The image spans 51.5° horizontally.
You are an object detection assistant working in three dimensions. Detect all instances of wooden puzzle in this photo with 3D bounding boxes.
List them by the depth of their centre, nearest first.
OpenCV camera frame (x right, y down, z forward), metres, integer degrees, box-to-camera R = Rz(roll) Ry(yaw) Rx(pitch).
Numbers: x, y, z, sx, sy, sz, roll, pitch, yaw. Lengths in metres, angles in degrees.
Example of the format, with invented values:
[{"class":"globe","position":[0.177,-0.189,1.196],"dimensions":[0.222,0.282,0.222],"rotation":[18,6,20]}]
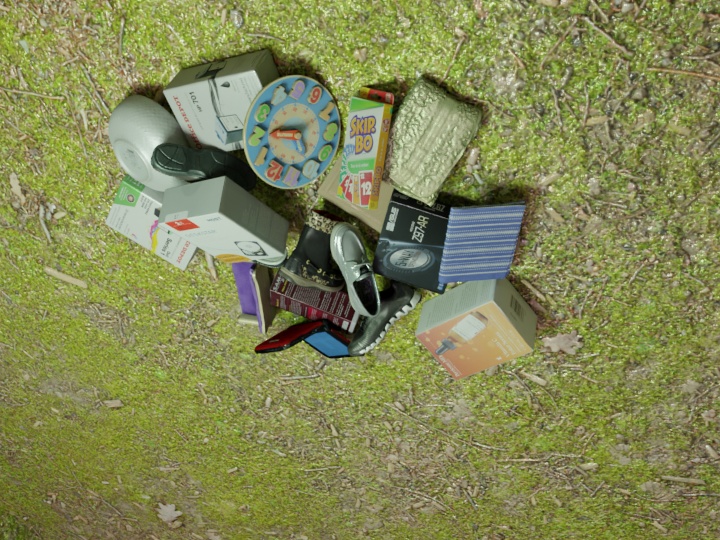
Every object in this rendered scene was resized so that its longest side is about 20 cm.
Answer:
[{"class":"wooden puzzle","position":[0.034,-0.166,1.438],"dimensions":[0.184,0.037,0.200],"rotation":[31,136,-9]}]

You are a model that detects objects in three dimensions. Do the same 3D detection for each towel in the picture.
[{"class":"towel","position":[0.112,-0.226,1.325],"dimensions":[0.147,0.037,0.201],"rotation":[28,115,-7]},{"class":"towel","position":[0.224,-0.051,1.398],"dimensions":[0.142,0.024,0.202],"rotation":[-5,138,-8]}]

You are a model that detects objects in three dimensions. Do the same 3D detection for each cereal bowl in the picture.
[{"class":"cereal bowl","position":[-0.418,-0.233,1.456],"dimensions":[0.198,0.083,0.201],"rotation":[28,145,21]}]

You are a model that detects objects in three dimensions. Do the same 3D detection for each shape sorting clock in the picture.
[{"class":"shape sorting clock","position":[-0.118,-0.244,1.332],"dimensions":[0.039,0.199,0.202],"rotation":[35,151,49]}]

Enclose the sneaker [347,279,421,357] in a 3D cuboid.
[{"class":"sneaker","position":[0.032,0.093,1.585],"dimensions":[0.200,0.067,0.090],"rotation":[-44,111,4]}]

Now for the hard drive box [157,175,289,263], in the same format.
[{"class":"hard drive box","position":[-0.257,-0.092,1.427],"dimensions":[0.154,0.078,0.200],"rotation":[-7,155,32]}]

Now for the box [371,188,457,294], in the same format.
[{"class":"box","position":[0.116,-0.054,1.458],"dimensions":[0.158,0.044,0.201],"rotation":[18,137,2]}]

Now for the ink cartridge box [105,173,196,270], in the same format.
[{"class":"ink cartridge box","position":[-0.423,-0.115,1.597],"dimensions":[0.199,0.084,0.145],"rotation":[32,131,-9]}]

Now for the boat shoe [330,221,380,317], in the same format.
[{"class":"boat shoe","position":[-0.001,0.001,1.483],"dimensions":[0.071,0.069,0.203],"rotation":[25,137,58]}]

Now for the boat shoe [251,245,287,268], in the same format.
[{"class":"boat shoe","position":[-0.212,-0.050,1.555],"dimensions":[0.199,0.075,0.061],"rotation":[36,157,41]}]

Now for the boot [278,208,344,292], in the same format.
[{"class":"boot","position":[-0.073,-0.040,1.530],"dimensions":[0.073,0.199,0.152],"rotation":[30,101,33]}]

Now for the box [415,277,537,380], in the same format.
[{"class":"box","position":[0.241,0.115,1.551],"dimensions":[0.199,0.107,0.152],"rotation":[-29,116,35]}]

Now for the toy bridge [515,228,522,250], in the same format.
[{"class":"toy bridge","position":[0.215,-0.061,1.466],"dimensions":[0.197,0.027,0.068],"rotation":[7,132,14]}]

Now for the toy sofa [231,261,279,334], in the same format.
[{"class":"toy sofa","position":[-0.243,0.040,1.658],"dimensions":[0.082,0.098,0.202],"rotation":[7,131,13]}]

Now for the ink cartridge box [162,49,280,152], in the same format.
[{"class":"ink cartridge box","position":[-0.238,-0.304,1.376],"dimensions":[0.197,0.086,0.148],"rotation":[-7,128,22]}]

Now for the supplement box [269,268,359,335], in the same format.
[{"class":"supplement box","position":[-0.097,0.069,1.632],"dimensions":[0.197,0.062,0.109],"rotation":[21,160,0]}]

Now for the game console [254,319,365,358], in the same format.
[{"class":"game console","position":[-0.118,0.182,1.678],"dimensions":[0.199,0.171,0.120],"rotation":[-18,99,61]}]

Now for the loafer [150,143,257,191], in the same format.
[{"class":"loafer","position":[-0.294,-0.189,1.400],"dimensions":[0.197,0.073,0.063],"rotation":[14,165,-23]}]

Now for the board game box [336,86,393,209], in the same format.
[{"class":"board game box","position":[0.008,-0.218,1.323],"dimensions":[0.095,0.030,0.203],"rotation":[26,111,47]}]
